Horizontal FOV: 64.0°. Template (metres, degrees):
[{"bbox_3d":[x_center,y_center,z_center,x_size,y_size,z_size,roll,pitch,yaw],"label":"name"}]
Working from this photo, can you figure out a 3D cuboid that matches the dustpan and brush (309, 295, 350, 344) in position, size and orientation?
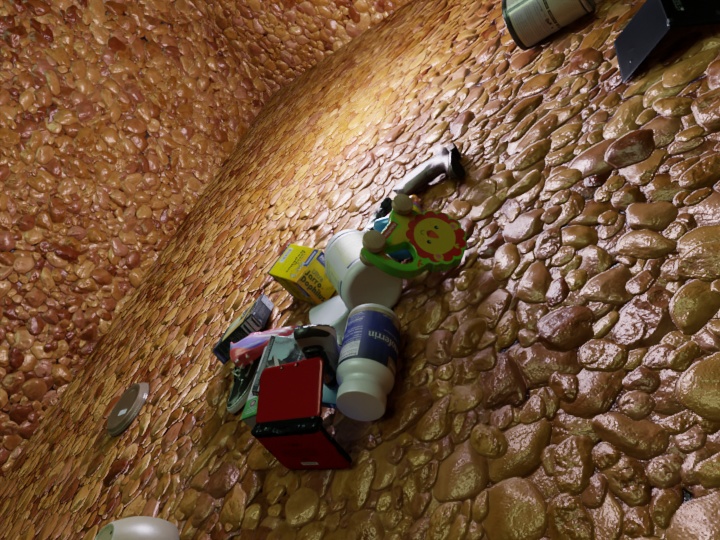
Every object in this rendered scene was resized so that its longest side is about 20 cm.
[{"bbox_3d":[-0.056,0.138,1.331,0.137,0.058,0.201,-26,26,12],"label":"dustpan and brush"}]

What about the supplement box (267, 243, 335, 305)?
[{"bbox_3d":[-0.149,0.010,1.552,0.110,0.109,0.198,-53,28,-14],"label":"supplement box"}]

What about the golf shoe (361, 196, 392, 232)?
[{"bbox_3d":[0.038,-0.089,1.476,0.202,0.077,0.094,-55,5,-7],"label":"golf shoe"}]

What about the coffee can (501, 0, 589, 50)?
[{"bbox_3d":[0.493,-0.701,1.520,0.197,0.146,0.149,-20,37,39],"label":"coffee can"}]

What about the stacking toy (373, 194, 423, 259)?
[{"bbox_3d":[0.113,-0.126,1.387,0.114,0.111,0.202,-15,28,24],"label":"stacking toy"}]

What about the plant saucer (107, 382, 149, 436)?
[{"bbox_3d":[-0.797,0.467,1.967,0.198,0.029,0.202,-33,31,23],"label":"plant saucer"}]

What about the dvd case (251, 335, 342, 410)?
[{"bbox_3d":[-0.116,0.212,1.219,0.194,0.022,0.148,7,48,10],"label":"dvd case"}]

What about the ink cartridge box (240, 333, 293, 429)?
[{"bbox_3d":[-0.171,0.252,1.302,0.145,0.083,0.203,-27,34,33],"label":"ink cartridge box"}]

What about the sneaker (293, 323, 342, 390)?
[{"bbox_3d":[-0.073,0.165,1.115,0.072,0.201,0.081,-10,54,15],"label":"sneaker"}]

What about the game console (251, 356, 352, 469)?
[{"bbox_3d":[-0.108,0.279,1.102,0.197,0.173,0.120,-18,29,43],"label":"game console"}]

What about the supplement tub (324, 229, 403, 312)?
[{"bbox_3d":[0.000,0.000,1.309,0.145,0.145,0.200,-44,31,4],"label":"supplement tub"}]

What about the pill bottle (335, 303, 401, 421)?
[{"bbox_3d":[0.014,0.175,1.108,0.114,0.116,0.203,-26,35,33],"label":"pill bottle"}]

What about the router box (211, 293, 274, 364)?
[{"bbox_3d":[-0.324,0.159,1.611,0.157,0.052,0.200,-43,10,8],"label":"router box"}]

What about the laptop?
[{"bbox_3d":[0.644,-0.496,1.193,0.194,0.117,0.190,0,46,16],"label":"laptop"}]

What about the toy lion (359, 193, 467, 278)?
[{"bbox_3d":[0.120,-0.057,1.196,0.201,0.189,0.069,-50,-15,-34],"label":"toy lion"}]

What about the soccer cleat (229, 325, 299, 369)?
[{"bbox_3d":[-0.239,0.176,1.455,0.196,0.067,0.077,-25,52,-3],"label":"soccer cleat"}]

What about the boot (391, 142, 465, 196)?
[{"bbox_3d":[0.165,-0.229,1.464,0.197,0.065,0.187,-31,19,22],"label":"boot"}]

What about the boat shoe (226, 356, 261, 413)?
[{"bbox_3d":[-0.301,0.266,1.487,0.070,0.064,0.203,-14,42,45],"label":"boat shoe"}]

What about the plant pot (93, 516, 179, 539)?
[{"bbox_3d":[-0.511,0.623,1.253,0.198,0.134,0.202,-34,30,22],"label":"plant pot"}]
